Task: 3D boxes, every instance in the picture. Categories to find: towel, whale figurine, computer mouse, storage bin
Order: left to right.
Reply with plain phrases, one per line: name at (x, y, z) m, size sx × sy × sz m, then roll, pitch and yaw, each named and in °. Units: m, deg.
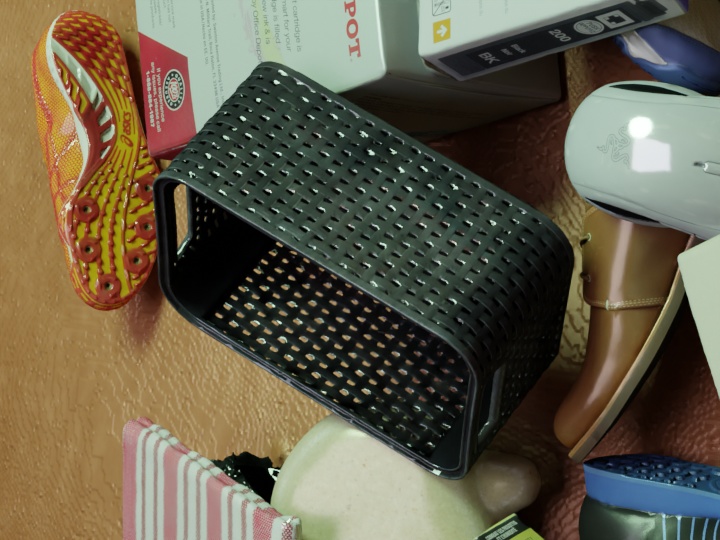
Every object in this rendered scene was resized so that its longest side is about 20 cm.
towel at (-0.082, 0.176, 1.441) m, size 0.200 × 0.030 × 0.147 m, roll 26°, pitch 119°, yaw 56°
storage bin at (0.000, 0.000, 1.335) m, size 0.200 × 0.094 × 0.135 m, roll 32°, pitch 152°, yaw 17°
whale figurine at (0.044, 0.160, 1.406) m, size 0.200 × 0.104 × 0.159 m, roll 45°, pitch 102°, yaw 13°
computer mouse at (0.190, -0.042, 1.237) m, size 0.199 × 0.044 × 0.110 m, roll 12°, pitch 95°, yaw 16°

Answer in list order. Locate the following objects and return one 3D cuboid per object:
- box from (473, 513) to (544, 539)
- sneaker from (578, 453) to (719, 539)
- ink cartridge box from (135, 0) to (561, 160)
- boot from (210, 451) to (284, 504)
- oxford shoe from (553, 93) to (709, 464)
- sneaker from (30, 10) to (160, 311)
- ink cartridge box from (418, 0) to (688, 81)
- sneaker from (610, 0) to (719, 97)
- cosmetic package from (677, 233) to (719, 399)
box at (0.124, 0.215, 1.287) m, size 0.200 × 0.050 × 0.075 m, roll 40°, pitch 119°, yaw 19°
sneaker at (0.189, 0.145, 1.270) m, size 0.200 × 0.070 × 0.078 m, roll 12°, pitch 106°, yaw 48°
ink cartridge box at (-0.009, -0.147, 1.439) m, size 0.200 × 0.144 × 0.146 m, roll -14°, pitch 77°, yaw 46°
boot at (-0.051, 0.214, 1.501) m, size 0.198 × 0.073 × 0.163 m, roll 44°, pitch 120°, yaw 45°
oxford shoe at (0.137, 0.001, 1.312) m, size 0.071 × 0.071 × 0.201 m, roll 24°, pitch 100°, yaw 6°
sneaker at (-0.171, -0.067, 1.671) m, size 0.077 × 0.073 × 0.201 m, roll 136°, pitch 130°, yaw -61°
ink cartridge box at (0.117, -0.213, 1.297) m, size 0.200 × 0.043 × 0.199 m, roll -14°, pitch 66°, yaw 39°
sneaker at (0.155, -0.186, 1.324) m, size 0.088 × 0.075 × 0.201 m, roll -37°, pitch 63°, yaw 35°
cosmetic package at (0.248, -0.005, 1.101) m, size 0.200 × 0.103 × 0.088 m, roll -29°, pitch 71°, yaw 41°
